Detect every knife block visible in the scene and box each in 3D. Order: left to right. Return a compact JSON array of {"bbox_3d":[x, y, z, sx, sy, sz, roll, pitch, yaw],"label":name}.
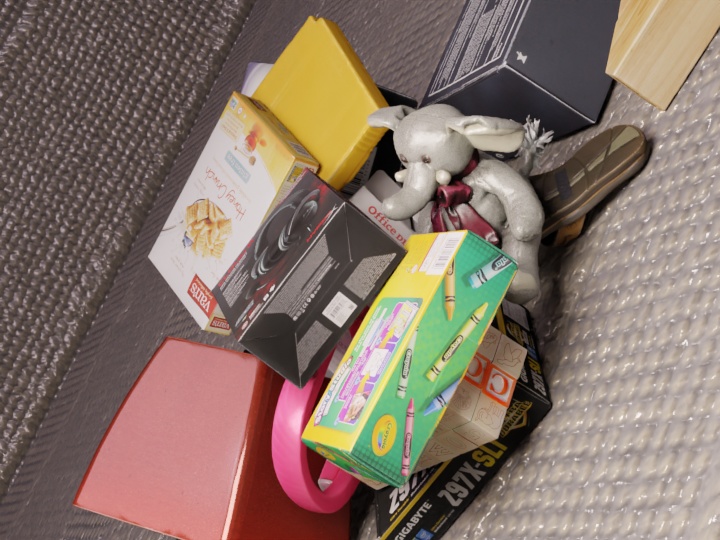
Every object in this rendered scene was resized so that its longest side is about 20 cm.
[{"bbox_3d":[0.307,-0.265,1.396,0.175,0.064,0.202,-40,25,50],"label":"knife block"}]

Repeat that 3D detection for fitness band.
[{"bbox_3d":[-0.026,0.122,1.429,0.037,0.144,0.202,2,53,26],"label":"fitness band"}]

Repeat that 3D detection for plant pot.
[{"bbox_3d":[-0.120,0.170,1.489,0.198,0.199,0.179,10,81,35],"label":"plant pot"}]

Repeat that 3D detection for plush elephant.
[{"bbox_3d":[0.082,-0.076,1.387,0.164,0.154,0.202,1,66,56],"label":"plush elephant"}]

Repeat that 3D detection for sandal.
[{"bbox_3d":[0.186,-0.061,1.434,0.199,0.054,0.082,-35,36,24],"label":"sandal"}]

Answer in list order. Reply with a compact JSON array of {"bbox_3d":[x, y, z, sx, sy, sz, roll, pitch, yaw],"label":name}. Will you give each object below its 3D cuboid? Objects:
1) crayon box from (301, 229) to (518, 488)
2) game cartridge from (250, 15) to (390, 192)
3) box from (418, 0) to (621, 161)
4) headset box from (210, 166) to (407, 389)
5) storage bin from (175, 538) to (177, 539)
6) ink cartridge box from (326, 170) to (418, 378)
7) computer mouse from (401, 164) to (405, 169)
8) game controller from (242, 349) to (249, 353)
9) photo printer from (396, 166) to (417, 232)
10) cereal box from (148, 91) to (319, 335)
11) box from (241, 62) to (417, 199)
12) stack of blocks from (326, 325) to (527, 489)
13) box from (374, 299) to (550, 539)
[{"bbox_3d":[0.038,0.068,1.259,0.202,0.058,0.119,-61,17,-11],"label":"crayon box"},{"bbox_3d":[-0.060,-0.131,1.558,0.200,0.032,0.177,-50,46,23],"label":"game cartridge"},{"bbox_3d":[0.183,-0.240,1.611,0.202,0.122,0.198,-66,16,-16],"label":"box"},{"bbox_3d":[-0.052,0.000,1.385,0.149,0.077,0.200,-52,19,3],"label":"headset box"},{"bbox_3d":[-0.106,0.249,1.680,0.201,0.093,0.135,-59,16,-1],"label":"storage bin"},{"bbox_3d":[0.000,0.000,1.563,0.200,0.115,0.068,-48,2,-13],"label":"ink cartridge box"},{"bbox_3d":[0.083,-0.077,1.751,0.200,0.043,0.111,-173,93,-68],"label":"computer mouse"},{"bbox_3d":[-0.088,0.118,1.773,0.105,0.042,0.199,-60,-23,17],"label":"game controller"},{"bbox_3d":[0.005,-0.015,1.751,0.201,0.069,0.168,-56,34,34],"label":"photo printer"},{"bbox_3d":[-0.129,-0.057,1.557,0.144,0.039,0.201,46,113,45],"label":"cereal box"},{"bbox_3d":[-0.060,-0.110,1.694,0.198,0.122,0.203,16,90,61],"label":"box"},{"bbox_3d":[0.057,0.104,1.342,0.200,0.058,0.116,-33,31,55],"label":"stack of blocks"},{"bbox_3d":[0.085,0.136,1.396,0.201,0.049,0.160,-52,20,23],"label":"box"}]
